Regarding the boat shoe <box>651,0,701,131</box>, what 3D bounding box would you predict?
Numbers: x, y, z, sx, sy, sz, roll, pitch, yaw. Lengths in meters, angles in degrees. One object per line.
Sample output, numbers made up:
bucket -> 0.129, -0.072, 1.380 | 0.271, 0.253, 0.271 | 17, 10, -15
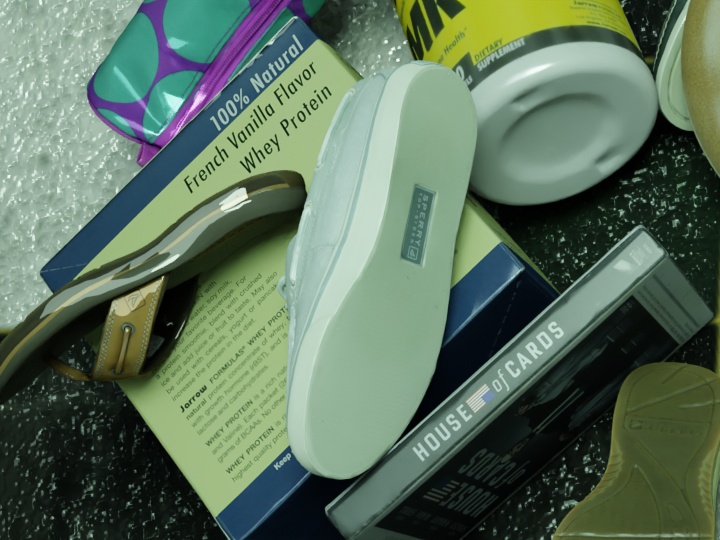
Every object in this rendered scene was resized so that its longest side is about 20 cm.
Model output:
boat shoe -> 0.205, -0.167, 1.062 | 0.201, 0.074, 0.066 | -63, 29, 0

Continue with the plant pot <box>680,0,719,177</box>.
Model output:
plant pot -> 0.260, -0.107, 0.995 | 0.198, 0.027, 0.202 | -1, 82, 5

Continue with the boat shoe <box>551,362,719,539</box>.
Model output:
boat shoe -> 0.131, 0.128, 0.935 | 0.072, 0.064, 0.201 | 6, 39, 15

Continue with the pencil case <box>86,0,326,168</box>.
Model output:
pencil case -> -0.062, -0.149, 1.077 | 0.200, 0.085, 0.093 | -52, 33, 18

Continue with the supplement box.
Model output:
supplement box -> -0.022, 0.019, 1.057 | 0.200, 0.134, 0.200 | -44, 61, 5

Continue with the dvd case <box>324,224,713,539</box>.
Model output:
dvd case -> 0.083, 0.067, 0.985 | 0.200, 0.150, 0.025 | -43, 69, 6

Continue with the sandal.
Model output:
sandal -> -0.105, 0.019, 0.987 | 0.199, 0.082, 0.055 | -31, 85, 5

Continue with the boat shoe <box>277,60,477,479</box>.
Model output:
boat shoe -> -0.001, -0.001, 0.947 | 0.071, 0.070, 0.203 | 0, 71, 52

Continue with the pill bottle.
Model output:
pill bottle -> 0.077, -0.145, 1.076 | 0.114, 0.114, 0.201 | -27, 54, 13
